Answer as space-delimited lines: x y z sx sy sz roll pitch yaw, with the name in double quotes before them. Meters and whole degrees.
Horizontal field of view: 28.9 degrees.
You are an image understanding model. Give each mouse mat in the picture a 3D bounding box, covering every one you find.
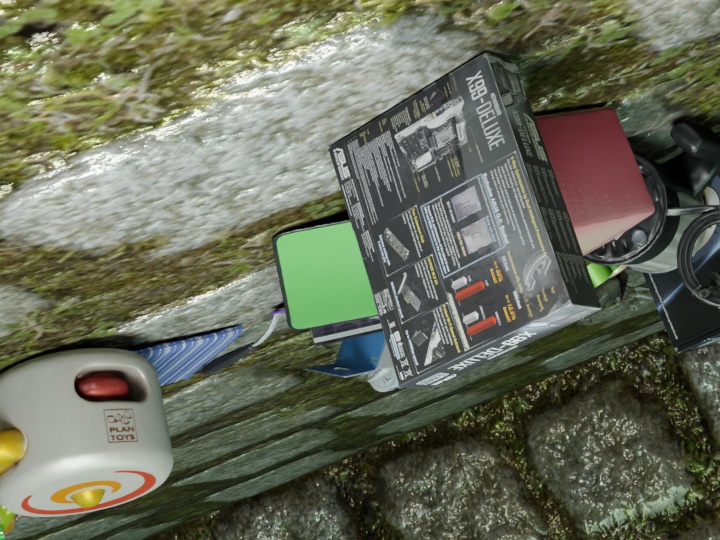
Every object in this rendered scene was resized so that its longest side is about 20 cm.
"mouse mat" 0.000 0.000 1.357 0.160 0.008 0.200 -11 150 -3

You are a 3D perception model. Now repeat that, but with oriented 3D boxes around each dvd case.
"dvd case" 0.013 0.012 1.406 0.147 0.016 0.200 -13 150 -1

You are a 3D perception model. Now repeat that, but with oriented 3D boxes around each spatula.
"spatula" -0.113 0.073 1.594 0.200 0.021 0.056 -36 167 30

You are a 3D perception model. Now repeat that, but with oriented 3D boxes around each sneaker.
"sneaker" 0.032 0.121 1.950 0.114 0.076 0.200 -12 160 -33

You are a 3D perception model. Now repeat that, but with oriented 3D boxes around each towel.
"towel" -0.245 0.107 1.566 0.199 0.024 0.145 -12 163 -41

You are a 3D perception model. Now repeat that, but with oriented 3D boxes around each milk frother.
"milk frother" 0.328 -0.036 1.449 0.180 0.201 0.188 -30 165 22

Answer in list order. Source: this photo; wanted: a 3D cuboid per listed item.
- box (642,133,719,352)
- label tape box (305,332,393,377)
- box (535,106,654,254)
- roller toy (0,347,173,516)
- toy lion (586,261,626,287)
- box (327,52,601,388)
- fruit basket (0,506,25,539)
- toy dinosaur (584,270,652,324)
"box" 0.404 -0.031 1.587 0.086 0.201 0.163 -8 163 -45
"label tape box" 0.045 0.084 1.719 0.198 0.064 0.144 -5 -179 -22
"box" 0.137 -0.062 1.232 0.199 0.110 0.128 -12 166 -36
"roller toy" -0.287 0.172 1.422 0.181 0.141 0.200 -16 158 3
"toy lion" 0.238 0.022 1.714 0.200 0.069 0.192 -33 -176 38
"box" 0.072 -0.035 1.031 0.157 0.201 0.050 -29 159 32
"fruit basket" -0.505 0.330 2.001 0.199 0.094 0.185 -32 175 -28
"toy dinosaur" 0.365 0.034 2.161 0.102 0.077 0.199 -39 156 23
